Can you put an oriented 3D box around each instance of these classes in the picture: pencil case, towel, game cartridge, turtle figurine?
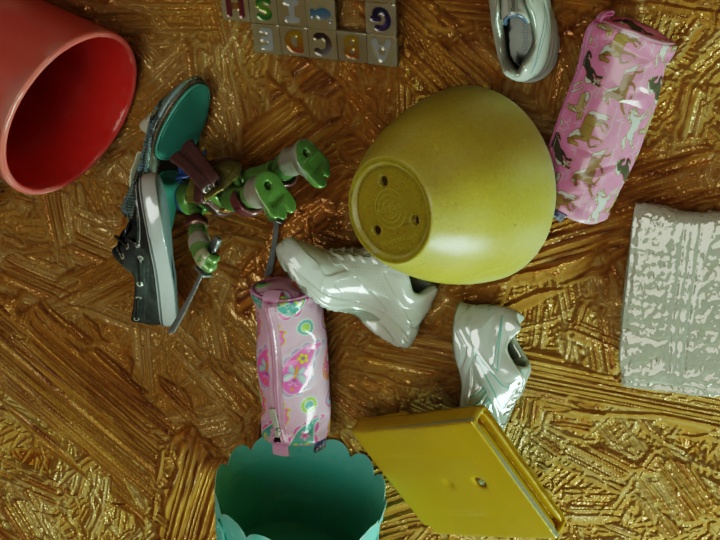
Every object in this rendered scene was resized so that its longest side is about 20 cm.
[{"bbox_3d":[0.233,-0.147,1.001,0.083,0.086,0.202,41,122,42],"label":"pencil case"},{"bbox_3d":[0.337,0.033,1.058,0.131,0.034,0.203,6,110,13],"label":"towel"},{"bbox_3d":[0.105,0.225,1.142,0.199,0.032,0.177,-13,119,50],"label":"game cartridge"},{"bbox_3d":[-0.112,-0.050,1.090,0.193,0.143,0.203,-16,79,49],"label":"turtle figurine"},{"bbox_3d":[-0.080,0.107,1.180,0.086,0.087,0.203,5,111,15],"label":"pencil case"}]

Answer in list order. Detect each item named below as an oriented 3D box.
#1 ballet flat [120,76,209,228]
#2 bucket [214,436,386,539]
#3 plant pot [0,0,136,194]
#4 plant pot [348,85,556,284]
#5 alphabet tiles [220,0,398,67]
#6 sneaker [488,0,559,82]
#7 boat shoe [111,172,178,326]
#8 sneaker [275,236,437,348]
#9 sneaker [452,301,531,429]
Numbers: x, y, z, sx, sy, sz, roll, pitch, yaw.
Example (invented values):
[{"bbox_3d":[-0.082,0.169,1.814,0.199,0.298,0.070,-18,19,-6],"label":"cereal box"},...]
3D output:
[{"bbox_3d":[-0.227,-0.133,1.156,0.074,0.074,0.202,25,110,7],"label":"ballet flat"},{"bbox_3d":[-0.074,0.302,1.192,0.204,0.207,0.136,14,118,11],"label":"bucket"},{"bbox_3d":[-0.371,-0.210,1.110,0.176,0.200,0.202,33,115,15],"label":"plant pot"},{"bbox_3d":[0.071,-0.071,1.005,0.198,0.141,0.203,13,112,36],"label":"plant pot"},{"bbox_3d":[-0.057,-0.295,1.044,0.197,0.008,0.169,10,128,18],"label":"alphabet tiles"},{"bbox_3d":[0.152,-0.276,0.975,0.074,0.087,0.203,-6,106,20],"label":"sneaker"},{"bbox_3d":[-0.242,-0.018,1.143,0.065,0.070,0.202,-3,133,-6],"label":"boat shoe"},{"bbox_3d":[0.000,0.000,1.109,0.199,0.078,0.100,28,102,-32],"label":"sneaker"},{"bbox_3d":[0.147,0.133,1.132,0.079,0.070,0.203,-2,108,14],"label":"sneaker"}]
